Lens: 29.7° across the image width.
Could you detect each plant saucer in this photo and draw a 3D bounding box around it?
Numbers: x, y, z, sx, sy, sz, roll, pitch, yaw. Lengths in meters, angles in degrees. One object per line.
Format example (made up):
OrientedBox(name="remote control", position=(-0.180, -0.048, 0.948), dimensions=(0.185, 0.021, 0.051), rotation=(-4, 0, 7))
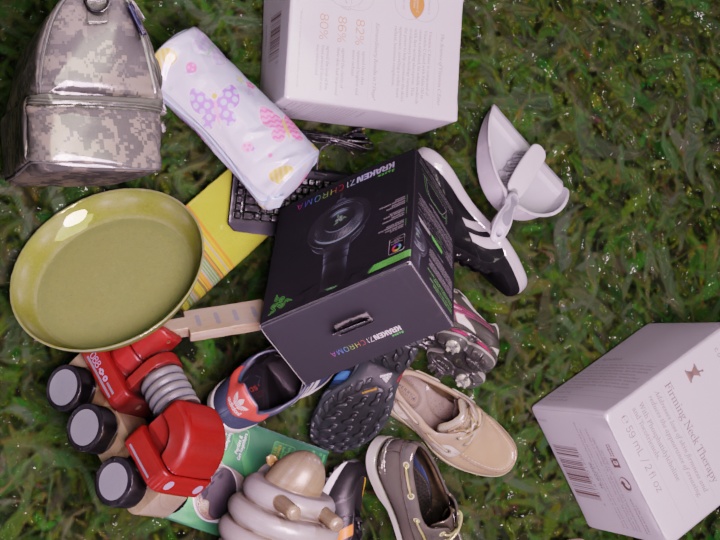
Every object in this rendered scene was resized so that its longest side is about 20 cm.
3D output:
OrientedBox(name="plant saucer", position=(-0.245, 0.005, 1.332), dimensions=(0.199, 0.199, 0.031), rotation=(-39, 143, -18))

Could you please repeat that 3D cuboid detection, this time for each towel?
OrientedBox(name="towel", position=(-0.142, -0.053, 1.443), dimensions=(0.200, 0.018, 0.086), rotation=(-43, 108, -19))

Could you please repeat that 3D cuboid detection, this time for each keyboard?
OrientedBox(name="keyboard", position=(-0.046, -0.097, 1.469), dimensions=(0.197, 0.021, 0.129), rotation=(5, 89, -27))

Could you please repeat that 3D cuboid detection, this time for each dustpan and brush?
OrientedBox(name="dustpan and brush", position=(0.170, -0.090, 1.507), dimensions=(0.140, 0.057, 0.201), rotation=(46, 51, -15))

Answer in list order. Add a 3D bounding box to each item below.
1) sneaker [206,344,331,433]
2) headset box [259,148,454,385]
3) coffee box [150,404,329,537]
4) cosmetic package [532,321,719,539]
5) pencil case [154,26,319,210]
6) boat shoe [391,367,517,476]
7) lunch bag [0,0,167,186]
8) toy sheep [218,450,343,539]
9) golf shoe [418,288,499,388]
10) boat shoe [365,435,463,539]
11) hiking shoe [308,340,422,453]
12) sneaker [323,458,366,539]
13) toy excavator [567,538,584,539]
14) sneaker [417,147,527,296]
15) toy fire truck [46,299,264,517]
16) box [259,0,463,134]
OrientedBox(name="sneaker", position=(-0.066, 0.098, 1.409), dimensions=(0.200, 0.084, 0.075), rotation=(-39, 93, -37))
OrientedBox(name="headset box", position=(0.000, 0.000, 1.356), dimensions=(0.093, 0.172, 0.201), rotation=(53, 26, -32))
OrientedBox(name="coffee box", position=(-0.141, 0.214, 1.415), dimensions=(0.198, 0.044, 0.125), rotation=(21, 80, -20))
OrientedBox(name="cosmetic package", position=(0.339, 0.178, 1.545), dimensions=(0.199, 0.166, 0.169), rotation=(-32, 99, -21))
OrientedBox(name="pencil case", position=(-0.134, -0.155, 1.386), dimensions=(0.200, 0.083, 0.091), rotation=(44, 41, 2))
OrientedBox(name="boat shoe", position=(0.101, 0.168, 1.503), dimensions=(0.199, 0.065, 0.073), rotation=(37, 75, -18))
OrientedBox(name="lunch bag", position=(-0.267, -0.171, 1.299), dimensions=(0.137, 0.200, 0.171), rotation=(-2, 90, -22))
OrientedBox(name="toy sheep", position=(-0.082, 0.274, 1.343), dimensions=(0.136, 0.138, 0.203), rotation=(21, 90, -19))
OrientedBox(name="golf shoe", position=(0.067, 0.046, 1.502), dimensions=(0.199, 0.077, 0.088), rotation=(38, 39, -4))
OrientedBox(name="boat shoe", position=(0.073, 0.265, 1.469), dimensions=(0.072, 0.060, 0.203), rotation=(-49, 121, -41))
OrientedBox(name="hiking shoe", position=(0.012, 0.108, 1.443), dimensions=(0.074, 0.087, 0.201), rotation=(29, 116, -9))
OrientedBox(name="sneaker", position=(-0.013, 0.303, 1.428), dimensions=(0.089, 0.070, 0.203), rotation=(17, 83, 21))
OrientedBox(name="toy excavator", position=(0.171, 0.378, 1.495), dimensions=(0.198, 0.195, 0.101), rotation=(-22, 96, 7))
OrientedBox(name="sneaker", position=(0.090, -0.025, 1.503), dimensions=(0.112, 0.073, 0.201), rotation=(-43, 105, -16))
OrientedBox(name="toy fire truck", position=(-0.173, 0.115, 1.313), dimensions=(0.200, 0.128, 0.177), rotation=(-43, 60, 13))
OrientedBox(name="box", position=(0.000, -0.238, 1.459), dimensions=(0.197, 0.106, 0.155), rotation=(6, 85, -21))
